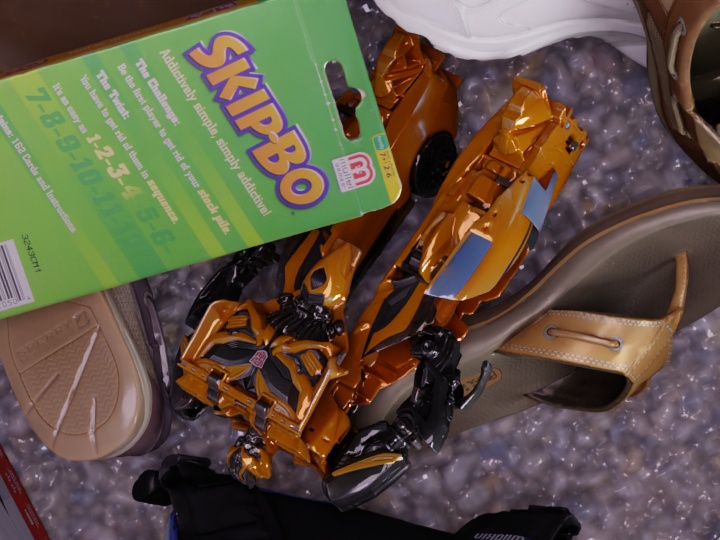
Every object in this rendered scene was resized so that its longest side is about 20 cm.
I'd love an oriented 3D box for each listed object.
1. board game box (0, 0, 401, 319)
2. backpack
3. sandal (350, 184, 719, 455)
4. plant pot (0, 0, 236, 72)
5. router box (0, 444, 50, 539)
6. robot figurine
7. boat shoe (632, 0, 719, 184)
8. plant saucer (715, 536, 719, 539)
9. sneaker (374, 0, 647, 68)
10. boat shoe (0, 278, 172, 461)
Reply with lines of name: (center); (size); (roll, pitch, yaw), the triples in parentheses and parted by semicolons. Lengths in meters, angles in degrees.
board game box: (-0.089, -0.046, 1.029); (0.199, 0.030, 0.096); (-15, 106, 9)
backpack: (-0.011, 0.176, 1.035); (0.198, 0.191, 0.155); (7, 104, 2)
sandal: (0.089, 0.034, 1.078); (0.199, 0.080, 0.054); (-29, 51, 7)
plant pot: (-0.106, -0.163, 1.081); (0.199, 0.093, 0.203); (0, 91, 2)
router box: (-0.184, 0.093, 1.047); (0.049, 0.179, 0.201); (-27, 90, 4)
robot figurine: (0.000, 0.000, 1.063); (0.145, 0.058, 0.201); (26, 76, 35)
boat shoe: (0.153, -0.073, 1.023); (0.075, 0.200, 0.074); (-24, 53, 11)
plant saucer: (0.219, 0.190, 1.104); (0.198, 0.031, 0.202); (0, 91, 4)
sneaker: (0.093, -0.139, 1.045); (0.199, 0.100, 0.078); (3, 56, -19)
boat shoe: (-0.133, -0.008, 1.101); (0.072, 0.065, 0.201); (-28, 71, 11)
